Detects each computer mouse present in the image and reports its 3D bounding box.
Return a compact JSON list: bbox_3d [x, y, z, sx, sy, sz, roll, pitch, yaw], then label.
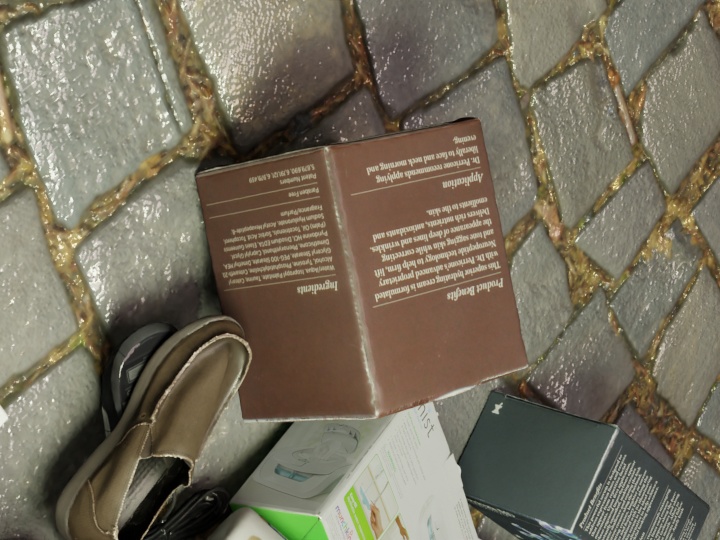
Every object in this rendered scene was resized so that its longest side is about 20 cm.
[{"bbox_3d":[-0.179,0.138,1.376,0.140,0.046,0.200,-34,129,-31],"label":"computer mouse"}]

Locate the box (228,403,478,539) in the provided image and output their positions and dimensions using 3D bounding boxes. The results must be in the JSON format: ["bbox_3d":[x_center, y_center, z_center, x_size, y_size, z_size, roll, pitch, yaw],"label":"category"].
[{"bbox_3d":[0.004,0.214,1.519,0.177,0.096,0.200,-51,133,-41],"label":"box"}]

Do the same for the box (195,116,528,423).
[{"bbox_3d":[0.000,0.000,1.395,0.166,0.164,0.201,-13,94,-42],"label":"box"}]

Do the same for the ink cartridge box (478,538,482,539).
[{"bbox_3d":[0.093,0.355,1.713,0.200,0.047,0.198,36,73,-46],"label":"ink cartridge box"}]

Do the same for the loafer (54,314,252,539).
[{"bbox_3d":[-0.135,0.125,1.327,0.200,0.071,0.073,-57,138,-12],"label":"loafer"}]

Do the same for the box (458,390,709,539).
[{"bbox_3d":[0.207,0.212,1.713,0.200,0.148,0.107,39,72,-44],"label":"box"}]

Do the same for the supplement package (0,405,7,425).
[{"bbox_3d":[-0.351,0.051,1.056,0.147,0.200,0.191,-49,131,-25],"label":"supplement package"}]

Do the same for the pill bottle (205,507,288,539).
[{"bbox_3d":[-0.051,0.287,1.399,0.200,0.120,0.120,41,66,-4],"label":"pill bottle"}]
